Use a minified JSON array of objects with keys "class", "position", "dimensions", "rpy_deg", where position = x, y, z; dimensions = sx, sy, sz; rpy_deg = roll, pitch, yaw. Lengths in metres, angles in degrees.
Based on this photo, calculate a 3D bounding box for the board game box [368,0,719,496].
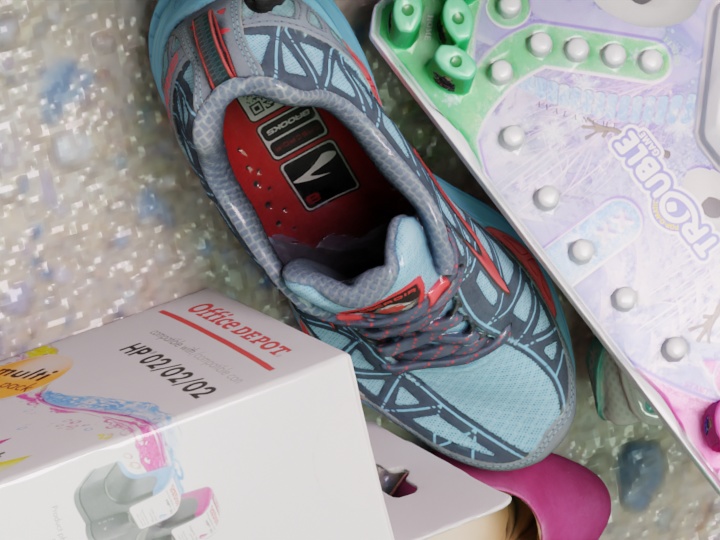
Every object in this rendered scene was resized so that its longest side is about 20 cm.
[{"class":"board game box","position":[0.139,-0.059,0.869],"dimensions":[0.200,0.026,0.200],"rpy_deg":[-36,85,-9]}]

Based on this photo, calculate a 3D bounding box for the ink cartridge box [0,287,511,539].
[{"class":"ink cartridge box","position":[-0.069,0.062,0.843],"dimensions":[0.200,0.115,0.068],"rpy_deg":[-19,108,-21]}]

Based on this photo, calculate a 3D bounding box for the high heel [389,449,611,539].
[{"class":"high heel","position":[0.029,0.101,0.897],"dimensions":[0.200,0.096,0.067],"rpy_deg":[-3,105,-41]}]

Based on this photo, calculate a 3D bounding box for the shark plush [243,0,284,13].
[{"class":"shark plush","position":[0.003,-0.123,0.804],"dimensions":[0.200,0.091,0.083],"rpy_deg":[-36,78,-20]}]

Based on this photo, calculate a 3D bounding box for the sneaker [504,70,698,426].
[{"class":"sneaker","position":[0.099,0.008,0.941],"dimensions":[0.200,0.075,0.089],"rpy_deg":[37,98,-30]}]

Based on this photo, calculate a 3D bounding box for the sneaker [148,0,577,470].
[{"class":"sneaker","position":[0.000,0.000,0.865],"dimensions":[0.079,0.096,0.200],"rpy_deg":[-35,115,12]}]
